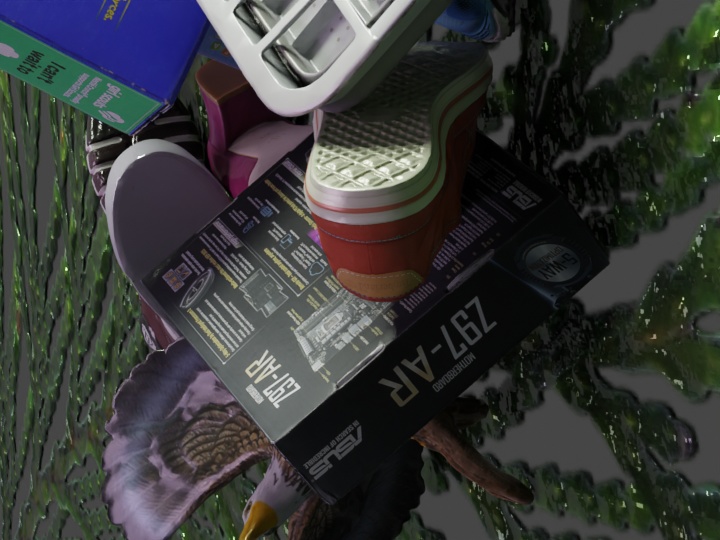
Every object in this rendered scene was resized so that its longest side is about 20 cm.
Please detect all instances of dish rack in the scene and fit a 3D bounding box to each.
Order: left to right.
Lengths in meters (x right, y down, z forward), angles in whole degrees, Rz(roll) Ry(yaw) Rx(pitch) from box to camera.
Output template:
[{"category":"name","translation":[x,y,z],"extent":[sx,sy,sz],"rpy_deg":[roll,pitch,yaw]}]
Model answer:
[{"category":"dish rack","translation":[0.014,-0.168,1.029],"extent":[0.200,0.044,0.172],"rpy_deg":[-49,44,16]}]

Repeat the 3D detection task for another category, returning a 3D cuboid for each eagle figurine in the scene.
[{"category":"eagle figurine","translation":[-0.028,0.085,1.222],"extent":[0.200,0.151,0.152],"rpy_deg":[-37,74,60]}]

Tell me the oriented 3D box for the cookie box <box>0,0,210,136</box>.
[{"category":"cookie box","translation":[-0.149,-0.184,1.140],"extent":[0.171,0.200,0.075],"rpy_deg":[-66,13,-15]}]

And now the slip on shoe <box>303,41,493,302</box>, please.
[{"category":"slip on shoe","translation":[0.016,-0.049,1.046],"extent":[0.200,0.074,0.061],"rpy_deg":[-73,-21,-62]}]

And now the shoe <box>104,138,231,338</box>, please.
[{"category":"shoe","translation":[-0.099,-0.009,1.437],"extent":[0.200,0.071,0.091],"rpy_deg":[62,178,-37]}]

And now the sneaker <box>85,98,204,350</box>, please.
[{"category":"sneaker","translation":[-0.134,-0.018,1.604],"extent":[0.116,0.076,0.200],"rpy_deg":[112,144,-61]}]

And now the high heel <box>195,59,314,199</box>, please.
[{"category":"high heel","translation":[-0.035,-0.035,1.346],"extent":[0.200,0.067,0.096],"rpy_deg":[43,158,48]}]

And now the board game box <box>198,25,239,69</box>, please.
[{"category":"board game box","translation":[-0.094,-0.182,1.307],"extent":[0.037,0.151,0.200],"rpy_deg":[-51,43,24]}]

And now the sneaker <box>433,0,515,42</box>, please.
[{"category":"sneaker","translation":[0.007,-0.142,1.117],"extent":[0.200,0.090,0.078],"rpy_deg":[-152,56,-66]}]

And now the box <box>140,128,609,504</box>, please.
[{"category":"box","translation":[0.000,0.000,1.103],"extent":[0.044,0.160,0.200],"rpy_deg":[51,176,-29]}]
